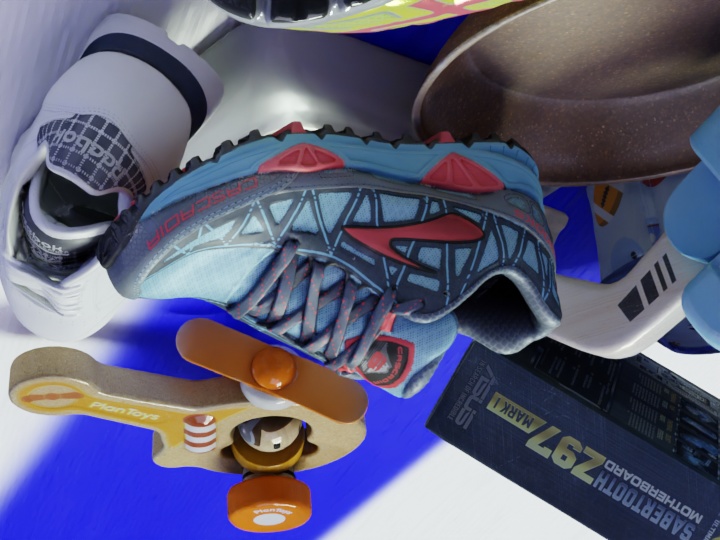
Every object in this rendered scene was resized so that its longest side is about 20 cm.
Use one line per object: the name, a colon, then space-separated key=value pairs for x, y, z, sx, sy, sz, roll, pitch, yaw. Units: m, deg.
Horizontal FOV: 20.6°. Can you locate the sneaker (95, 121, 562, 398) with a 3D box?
sneaker: x=0.000 y=0.000 z=0.747 sx=0.200 sy=0.096 sz=0.079 roll=-5 pitch=156 yaw=-33

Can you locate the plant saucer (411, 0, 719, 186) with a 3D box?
plant saucer: x=0.116 y=-0.087 z=0.771 sx=0.200 sy=0.037 sz=0.200 roll=-8 pitch=160 yaw=-3

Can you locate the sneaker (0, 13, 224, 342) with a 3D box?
sneaker: x=-0.119 y=-0.019 z=0.802 sx=0.076 sy=0.081 sz=0.200 roll=26 pitch=145 yaw=-2

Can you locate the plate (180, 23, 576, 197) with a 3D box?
plate: x=-0.023 y=-0.032 z=0.880 sx=0.200 sy=0.032 sz=0.199 roll=16 pitch=148 yaw=-38

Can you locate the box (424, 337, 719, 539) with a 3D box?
box: x=0.119 y=0.075 z=0.926 sx=0.158 sy=0.051 sz=0.200 roll=30 pitch=-168 yaw=4

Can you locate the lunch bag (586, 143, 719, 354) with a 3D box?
lunch bag: x=0.214 y=-0.021 z=0.910 sx=0.200 sy=0.076 sz=0.160 roll=-16 pitch=156 yaw=23

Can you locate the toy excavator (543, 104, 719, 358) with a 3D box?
toy excavator: x=0.145 y=-0.004 z=0.790 sx=0.200 sy=0.195 sz=0.100 roll=-48 pitch=145 yaw=19

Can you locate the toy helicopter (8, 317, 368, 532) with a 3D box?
toy helicopter: x=-0.085 y=0.070 z=1.039 sx=0.200 sy=0.079 sz=0.132 roll=14 pitch=148 yaw=-29

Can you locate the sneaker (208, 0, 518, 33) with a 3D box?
sneaker: x=0.039 y=-0.122 z=0.665 sx=0.199 sy=0.078 sz=0.090 roll=-8 pitch=179 yaw=-6
